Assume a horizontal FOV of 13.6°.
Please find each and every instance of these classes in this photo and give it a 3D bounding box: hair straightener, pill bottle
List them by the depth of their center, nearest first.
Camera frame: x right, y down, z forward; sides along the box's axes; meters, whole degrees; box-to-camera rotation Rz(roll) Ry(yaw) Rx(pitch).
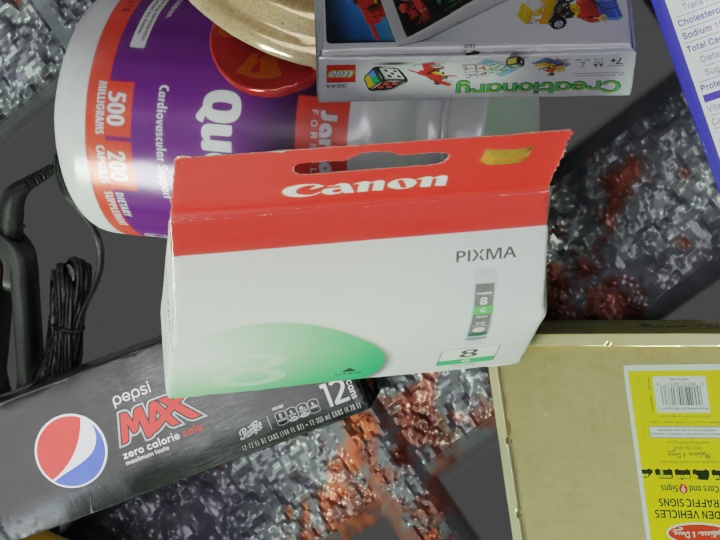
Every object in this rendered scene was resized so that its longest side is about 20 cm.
[{"bbox_3d":[-0.027,-0.065,1.332,0.199,0.112,0.113,5,103,22],"label":"pill bottle"},{"bbox_3d":[-0.147,0.045,1.452,0.076,0.041,0.202,11,101,20],"label":"hair straightener"}]

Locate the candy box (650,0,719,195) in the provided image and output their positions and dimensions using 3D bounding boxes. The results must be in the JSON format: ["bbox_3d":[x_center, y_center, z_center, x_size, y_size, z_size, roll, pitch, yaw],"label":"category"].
[{"bbox_3d":[0.183,-0.077,1.212,0.077,0.169,0.201,-18,94,21],"label":"candy box"}]

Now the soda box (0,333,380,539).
[{"bbox_3d":[-0.094,0.065,1.381,0.199,0.071,0.064,-20,93,5],"label":"soda box"}]

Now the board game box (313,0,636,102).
[{"bbox_3d":[0.042,-0.159,1.234,0.125,0.035,0.201,-1,57,-1],"label":"board game box"}]

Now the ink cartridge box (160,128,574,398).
[{"bbox_3d":[0.000,0.000,1.239,0.160,0.200,0.050,-5,75,-7],"label":"ink cartridge box"}]

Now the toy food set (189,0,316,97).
[{"bbox_3d":[0.001,-0.156,1.283,0.198,0.199,0.049,4,147,2],"label":"toy food set"}]

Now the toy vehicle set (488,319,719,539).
[{"bbox_3d":[0.149,0.085,1.311,0.199,0.026,0.125,-1,102,37],"label":"toy vehicle set"}]

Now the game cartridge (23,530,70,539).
[{"bbox_3d":[-0.192,0.193,1.478,0.199,0.032,0.177,21,123,17],"label":"game cartridge"}]
